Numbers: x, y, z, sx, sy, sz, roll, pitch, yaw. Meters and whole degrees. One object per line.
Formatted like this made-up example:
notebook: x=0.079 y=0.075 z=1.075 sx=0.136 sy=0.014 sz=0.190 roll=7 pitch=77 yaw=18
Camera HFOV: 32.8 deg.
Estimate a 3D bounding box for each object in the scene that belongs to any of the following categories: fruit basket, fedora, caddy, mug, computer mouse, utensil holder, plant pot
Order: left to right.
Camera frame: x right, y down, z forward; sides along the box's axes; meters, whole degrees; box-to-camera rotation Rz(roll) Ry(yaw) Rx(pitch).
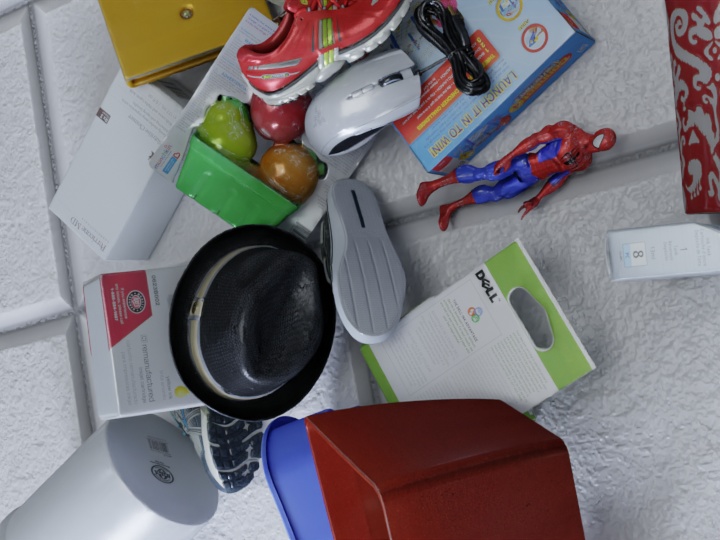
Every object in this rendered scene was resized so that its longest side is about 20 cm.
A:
utensil holder: x=-0.278 y=0.277 z=1.354 sx=0.200 sy=0.170 sz=0.170 roll=-44 pitch=68 yaw=21
fedora: x=-0.090 y=0.049 z=1.209 sx=0.092 sy=0.200 sz=0.201 roll=-10 pitch=83 yaw=61
fruit basket: x=-0.094 y=-0.140 z=1.283 sx=0.185 sy=0.094 sz=0.200 roll=33 pitch=95 yaw=-7
caddy: x=-0.026 y=0.229 z=1.220 sx=0.105 sy=0.141 sz=0.200 roll=-29 pitch=74 yaw=22
computer mouse: x=0.021 y=-0.175 z=1.185 sx=0.200 sy=0.044 sz=0.110 roll=-29 pitch=75 yaw=24
plant pot: x=0.082 y=0.214 z=1.048 sx=0.200 sy=0.176 sz=0.200 roll=-153 pitch=48 yaw=-68
mug: x=0.342 y=-0.150 z=1.017 sx=0.177 sy=0.133 sz=0.201 roll=-1 pitch=92 yaw=33

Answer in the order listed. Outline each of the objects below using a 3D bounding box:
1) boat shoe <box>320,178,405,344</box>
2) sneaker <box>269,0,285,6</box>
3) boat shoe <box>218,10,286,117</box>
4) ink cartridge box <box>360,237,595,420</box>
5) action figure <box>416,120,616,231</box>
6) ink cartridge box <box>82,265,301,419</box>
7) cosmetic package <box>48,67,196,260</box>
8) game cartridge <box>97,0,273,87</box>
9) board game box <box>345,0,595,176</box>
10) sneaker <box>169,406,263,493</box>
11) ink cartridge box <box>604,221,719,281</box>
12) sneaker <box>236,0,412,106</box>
boat shoe: x=0.000 y=0.000 z=1.229 sx=0.071 sy=0.072 sz=0.200 roll=109 pitch=160 yaw=-48
sneaker: x=-0.097 y=-0.358 z=1.294 sx=0.200 sy=0.077 sz=0.111 roll=32 pitch=70 yaw=28
boat shoe: x=-0.086 y=-0.229 z=1.307 sx=0.200 sy=0.070 sz=0.070 roll=-46 pitch=63 yaw=20
ink cartridge box: x=0.121 y=0.085 z=1.173 sx=0.200 sy=0.076 sz=0.148 roll=-36 pitch=71 yaw=23
action figure: x=0.152 y=-0.092 z=1.166 sx=0.200 sy=0.065 sz=0.052 roll=-23 pitch=34 yaw=28
ink cartridge box: x=-0.174 y=0.068 z=1.269 sx=0.083 sy=0.200 sz=0.146 roll=-20 pitch=78 yaw=62
cosmetic package: x=-0.258 y=-0.121 z=1.400 sx=0.113 sy=0.081 sz=0.200 roll=37 pitch=106 yaw=24
game cartridge: x=-0.205 y=-0.320 z=1.356 sx=0.176 sy=0.032 sz=0.200 roll=-19 pitch=74 yaw=-3
board game box: x=0.093 y=-0.231 z=1.207 sx=0.200 sy=0.056 sz=0.196 roll=-43 pitch=69 yaw=23
sneaker: x=-0.171 y=0.154 z=1.358 sx=0.086 sy=0.077 sz=0.200 roll=-33 pitch=68 yaw=42
ink cartridge box: x=0.322 y=-0.022 z=1.005 sx=0.200 sy=0.160 sz=0.047 roll=-8 pitch=86 yaw=30
sneaker: x=-0.033 y=-0.240 z=1.177 sx=0.200 sy=0.085 sz=0.077 roll=-36 pitch=28 yaw=9
